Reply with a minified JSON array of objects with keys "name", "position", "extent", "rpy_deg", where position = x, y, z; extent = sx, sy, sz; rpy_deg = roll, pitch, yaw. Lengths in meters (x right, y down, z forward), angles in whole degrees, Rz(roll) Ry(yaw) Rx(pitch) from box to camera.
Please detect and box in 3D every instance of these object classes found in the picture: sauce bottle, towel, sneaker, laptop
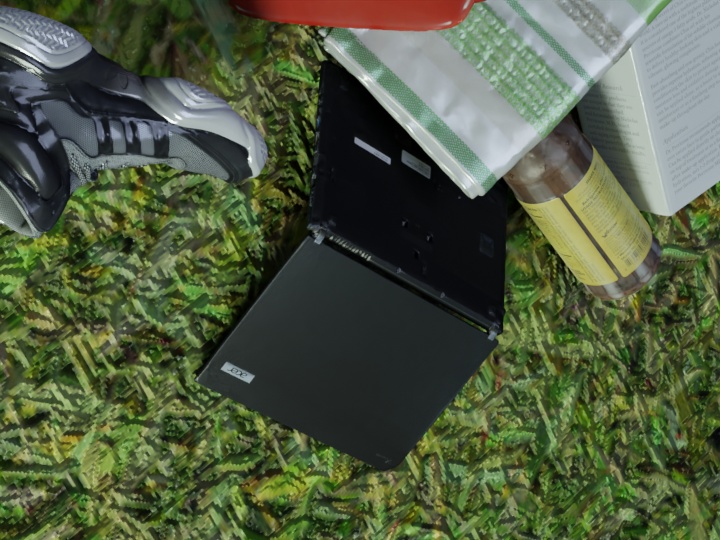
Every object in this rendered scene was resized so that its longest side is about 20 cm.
[{"name":"sauce bottle","position":[0.134,-0.064,1.405],"extent":[0.065,0.065,0.200],"rpy_deg":[-53,128,-20]},{"name":"towel","position":[0.090,-0.164,1.326],"extent":[0.200,0.031,0.149],"rpy_deg":[-45,95,-9]},{"name":"sneaker","position":[-0.152,-0.065,1.185],"extent":[0.200,0.075,0.114],"rpy_deg":[24,81,-31]},{"name":"laptop","position":[0.000,0.000,1.350],"extent":[0.177,0.103,0.200],"rpy_deg":[29,52,-37]}]

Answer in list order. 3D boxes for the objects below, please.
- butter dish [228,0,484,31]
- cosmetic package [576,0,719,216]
[{"name":"butter dish","position":[0.037,-0.233,1.243],"extent":[0.148,0.200,0.200],"rpy_deg":[10,90,-49]},{"name":"cosmetic package","position":[0.199,-0.151,1.438],"extent":[0.101,0.071,0.200],"rpy_deg":[-33,120,-31]}]
